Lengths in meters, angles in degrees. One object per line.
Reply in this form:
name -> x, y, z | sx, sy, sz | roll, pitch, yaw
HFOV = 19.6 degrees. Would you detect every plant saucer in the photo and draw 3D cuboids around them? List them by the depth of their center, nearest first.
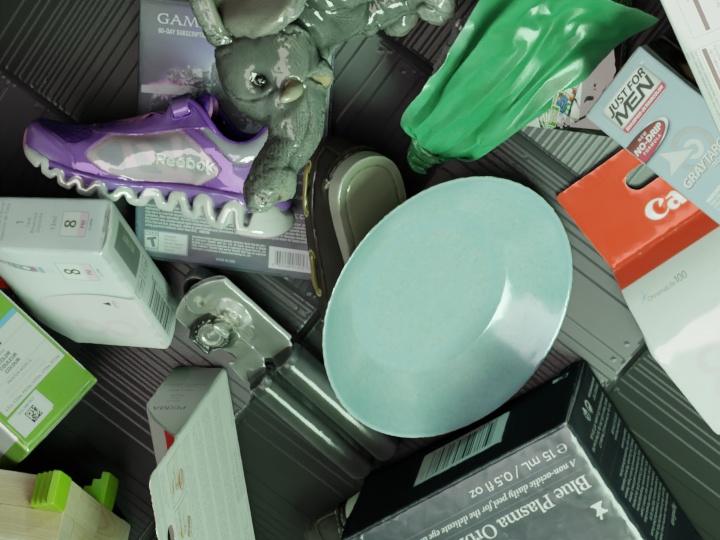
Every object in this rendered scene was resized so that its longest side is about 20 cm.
plant saucer -> 0.055, 0.020, 1.459 | 0.201, 0.039, 0.201 | -15, 122, -25

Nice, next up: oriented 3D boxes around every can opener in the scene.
can opener -> -0.053, 0.069, 1.546 | 0.053, 0.067, 0.200 | -39, 110, 23

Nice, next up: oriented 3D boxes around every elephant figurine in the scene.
elephant figurine -> -0.049, -0.164, 1.380 | 0.200, 0.155, 0.142 | -40, 118, -4

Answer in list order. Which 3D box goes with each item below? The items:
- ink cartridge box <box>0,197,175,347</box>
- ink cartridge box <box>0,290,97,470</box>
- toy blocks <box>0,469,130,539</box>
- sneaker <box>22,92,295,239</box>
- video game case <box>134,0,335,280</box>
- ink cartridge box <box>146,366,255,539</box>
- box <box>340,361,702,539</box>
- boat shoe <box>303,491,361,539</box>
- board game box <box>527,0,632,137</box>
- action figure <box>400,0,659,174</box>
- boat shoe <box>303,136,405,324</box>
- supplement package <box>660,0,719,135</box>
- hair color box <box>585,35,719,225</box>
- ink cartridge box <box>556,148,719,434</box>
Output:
ink cartridge box -> -0.250, 0.000, 1.507 | 0.200, 0.057, 0.163 | -1, 155, 13
ink cartridge box -> -0.301, 0.049, 1.538 | 0.200, 0.148, 0.076 | 44, 71, -4
toy blocks -> -0.265, 0.192, 1.584 | 0.137, 0.200, 0.100 | 7, 72, 13
sneaker -> -0.137, -0.088, 1.473 | 0.200, 0.080, 0.089 | 13, 106, 3
video game case -> -0.092, -0.096, 1.505 | 0.143, 0.019, 0.200 | 8, 111, 11
ink cartridge box -> -0.131, 0.180, 1.520 | 0.050, 0.200, 0.161 | -3, 109, 15
box -> 0.126, 0.207, 1.509 | 0.197, 0.117, 0.200 | -30, 101, 20
boat shoe -> 0.031, 0.264, 1.584 | 0.061, 0.072, 0.201 | -30, 93, 21
board game box -> 0.133, -0.193, 1.409 | 0.105, 0.023, 0.200 | 10, 113, 12
action figure -> 0.089, -0.132, 1.395 | 0.118, 0.055, 0.200 | 26, 129, -22
boat shoe -> 0.000, 0.000, 1.490 | 0.061, 0.072, 0.201 | 35, 138, 49
supplement package -> 0.256, -0.183, 1.284 | 0.111, 0.200, 0.156 | -21, 104, 20
hair color box -> 0.248, -0.066, 1.353 | 0.200, 0.099, 0.061 | 39, 108, 6
ink cartridge box -> 0.253, -0.008, 1.436 | 0.163, 0.057, 0.200 | -36, 103, 23
